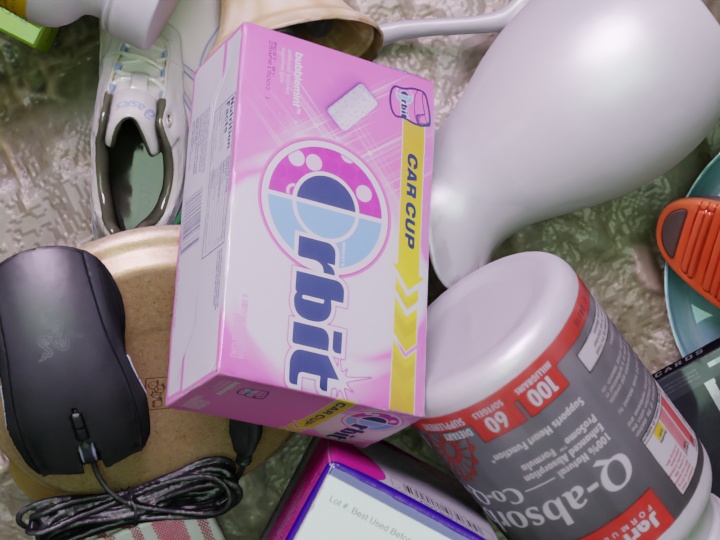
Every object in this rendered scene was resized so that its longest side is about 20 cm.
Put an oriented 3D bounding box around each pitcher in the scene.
[{"bbox_3d":[0.094,-0.104,0.969,0.200,0.121,0.172,-38,78,11],"label":"pitcher"}]

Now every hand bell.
[{"bbox_3d":[-0.063,-0.205,0.970,0.104,0.104,0.201,-16,74,-1],"label":"hand bell"}]

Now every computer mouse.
[{"bbox_3d":[-0.118,0.072,0.901,0.140,0.046,0.200,-9,128,-10],"label":"computer mouse"}]

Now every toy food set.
[{"bbox_3d":[-0.109,0.054,0.952,0.197,0.049,0.200,-17,129,-6],"label":"toy food set"}]

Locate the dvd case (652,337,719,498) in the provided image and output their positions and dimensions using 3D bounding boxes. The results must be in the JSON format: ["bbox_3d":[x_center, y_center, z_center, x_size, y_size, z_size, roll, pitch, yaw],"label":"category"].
[{"bbox_3d":[0.209,0.153,1.007,0.150,0.025,0.200,-30,96,12],"label":"dvd case"}]

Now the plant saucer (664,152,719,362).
[{"bbox_3d":[0.275,0.004,1.017,0.199,0.027,0.201,0,92,-3],"label":"plant saucer"}]

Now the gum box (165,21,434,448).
[{"bbox_3d":[-0.028,-0.022,0.884,0.113,0.066,0.201,14,65,-26],"label":"gum box"}]

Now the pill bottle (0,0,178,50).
[{"bbox_3d":[-0.182,-0.197,0.898,0.200,0.112,0.113,27,91,-3],"label":"pill bottle"}]

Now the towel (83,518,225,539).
[{"bbox_3d":[-0.159,0.230,1.009,0.199,0.030,0.147,-19,94,-1],"label":"towel"}]

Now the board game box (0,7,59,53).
[{"bbox_3d":[-0.182,-0.236,0.977,0.101,0.048,0.200,26,91,-3],"label":"board game box"}]

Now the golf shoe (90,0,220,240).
[{"bbox_3d":[-0.114,-0.100,0.963,0.078,0.097,0.201,1,91,0],"label":"golf shoe"}]

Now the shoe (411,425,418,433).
[{"bbox_3d":[0.000,0.000,0.983,0.053,0.070,0.200,-30,93,3],"label":"shoe"}]

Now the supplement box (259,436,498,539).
[{"bbox_3d":[0.004,0.152,0.927,0.101,0.200,0.104,28,93,-2],"label":"supplement box"}]

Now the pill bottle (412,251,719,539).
[{"bbox_3d":[0.115,0.097,0.921,0.116,0.116,0.200,-39,110,0],"label":"pill bottle"}]

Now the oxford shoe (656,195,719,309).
[{"bbox_3d":[0.266,-0.002,0.979,0.200,0.073,0.071,20,125,10],"label":"oxford shoe"}]
